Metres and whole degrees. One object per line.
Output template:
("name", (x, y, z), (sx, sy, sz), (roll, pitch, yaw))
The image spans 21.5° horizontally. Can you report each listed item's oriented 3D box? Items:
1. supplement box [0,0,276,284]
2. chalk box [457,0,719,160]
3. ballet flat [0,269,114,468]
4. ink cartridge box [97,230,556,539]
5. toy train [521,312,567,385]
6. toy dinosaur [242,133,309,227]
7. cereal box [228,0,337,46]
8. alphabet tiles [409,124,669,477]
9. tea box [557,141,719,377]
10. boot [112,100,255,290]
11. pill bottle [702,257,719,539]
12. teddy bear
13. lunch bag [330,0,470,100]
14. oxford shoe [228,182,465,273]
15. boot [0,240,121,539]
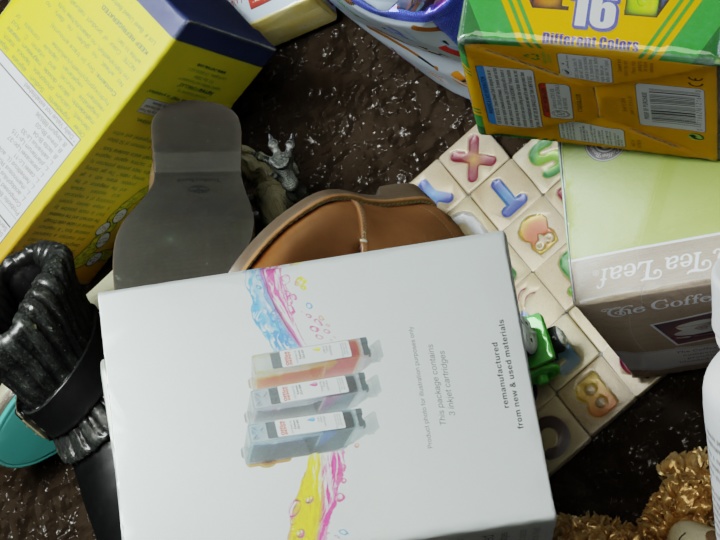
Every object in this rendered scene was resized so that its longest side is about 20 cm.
("supplement box", (-0.168, -0.101, 1.160), (0.109, 0.109, 0.200), (47, 107, 21))
("chalk box", (0.124, -0.171, 0.901), (0.123, 0.125, 0.201), (6, 73, 12))
("ballet flat", (-0.160, 0.039, 1.167), (0.200, 0.069, 0.070), (-42, 60, 3))
("ink cartridge box", (-0.017, 0.084, 0.921), (0.199, 0.145, 0.145), (-8, 69, -1))
("toy train", (0.021, 0.072, 1.062), (0.199, 0.056, 0.042), (-25, 64, 18))
("toy dinosaur", (-0.039, -0.023, 1.115), (0.047, 0.088, 0.200), (-28, 61, -5))
("cereal box", (-0.102, -0.227, 1.246), (0.143, 0.040, 0.201), (-21, 65, 19))
("alphabet tiles", (0.087, 0.013, 1.088), (0.166, 0.006, 0.200), (-41, 60, 5))
("tea box", (0.212, -0.066, 0.983), (0.199, 0.134, 0.198), (-9, 67, 19))
("boot", (-0.094, -0.011, 1.052), (0.073, 0.076, 0.200), (5, 36, -1))
("pill bottle", (0.216, 0.089, 0.867), (0.113, 0.113, 0.201), (0, 111, 24))
("teddy bear", (0.131, 0.181, 0.970), (0.199, 0.067, 0.146), (-25, 65, 15))
("lunch bag", (0.035, -0.186, 1.094), (0.124, 0.170, 0.200), (-41, 58, 11))
("oxford shoe", (0.000, 0.000, 1.025), (0.071, 0.200, 0.072), (38, 123, 24))
("boot", (-0.144, 0.087, 1.038), (0.079, 0.158, 0.211), (-32, 32, -4))
